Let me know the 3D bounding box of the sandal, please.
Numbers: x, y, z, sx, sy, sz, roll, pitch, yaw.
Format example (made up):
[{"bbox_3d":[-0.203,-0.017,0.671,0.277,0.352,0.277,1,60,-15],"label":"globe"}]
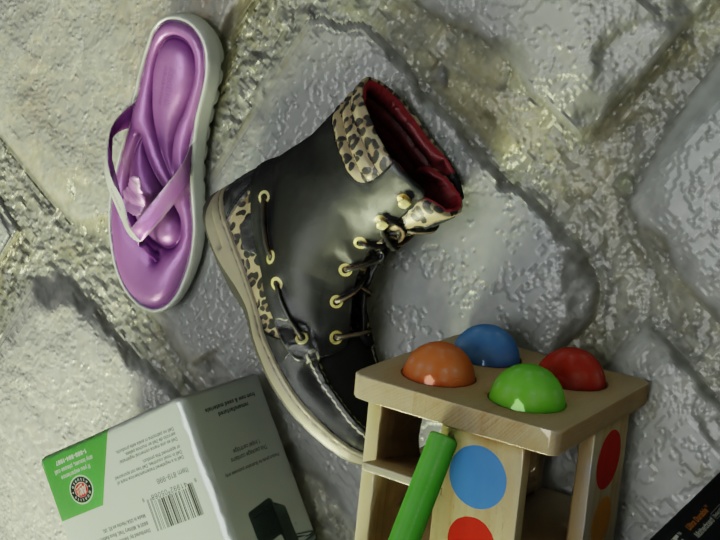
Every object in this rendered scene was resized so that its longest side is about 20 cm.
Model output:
[{"bbox_3d":[-0.142,-0.071,0.911,0.082,0.050,0.205,18,107,30],"label":"sandal"}]

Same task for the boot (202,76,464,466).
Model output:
[{"bbox_3d":[0.000,0.000,0.818,0.150,0.073,0.202,-39,70,31],"label":"boot"}]

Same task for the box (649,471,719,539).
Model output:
[{"bbox_3d":[0.138,0.192,0.675,0.046,0.199,0.160,35,115,21],"label":"box"}]

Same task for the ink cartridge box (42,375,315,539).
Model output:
[{"bbox_3d":[-0.107,0.190,0.896,0.146,0.083,0.202,-23,84,34],"label":"ink cartridge box"}]

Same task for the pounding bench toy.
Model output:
[{"bbox_3d":[0.053,0.122,0.720,0.123,0.199,0.158,13,105,31],"label":"pounding bench toy"}]
